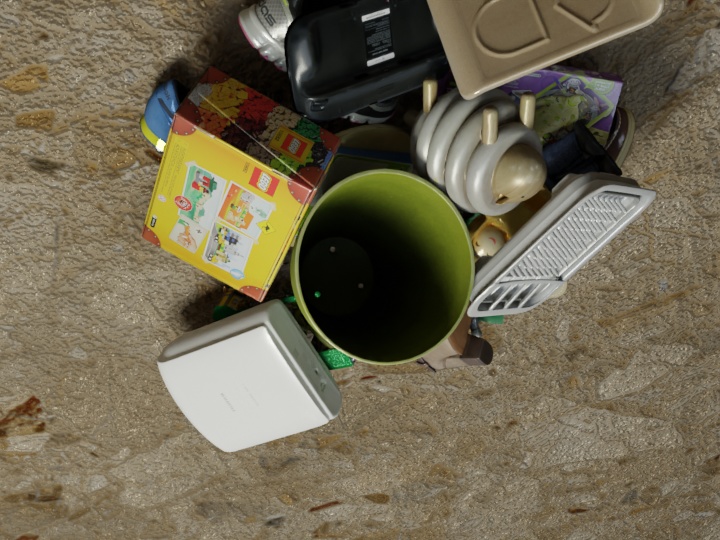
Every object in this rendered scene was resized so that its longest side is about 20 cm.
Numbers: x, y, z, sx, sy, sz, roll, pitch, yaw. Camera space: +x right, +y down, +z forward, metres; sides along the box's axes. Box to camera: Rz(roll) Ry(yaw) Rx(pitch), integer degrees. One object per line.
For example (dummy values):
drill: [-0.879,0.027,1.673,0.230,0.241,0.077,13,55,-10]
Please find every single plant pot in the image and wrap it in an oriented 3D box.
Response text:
plant pot: [0.000,0.000,1.032,0.184,0.191,0.200,1,177,-16]

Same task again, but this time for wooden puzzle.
wooden puzzle: [0.163,-0.272,0.916,0.197,0.188,0.046,-22,159,14]

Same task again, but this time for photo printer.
photo printer: [-0.144,0.135,1.185,0.198,0.070,0.168,-19,115,28]

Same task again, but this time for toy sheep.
toy sheep: [0.113,-0.129,0.984,0.136,0.200,0.140,-20,128,-27]

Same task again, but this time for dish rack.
dish rack: [0.199,-0.031,0.999,0.200,0.044,0.170,-46,155,28]

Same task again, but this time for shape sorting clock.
shape sorting clock: [-0.026,-0.094,1.090,0.197,0.040,0.201,-21,151,-12]

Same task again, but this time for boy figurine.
boy figurine: [0.182,-0.077,1.061,0.199,0.065,0.124,-39,110,17]

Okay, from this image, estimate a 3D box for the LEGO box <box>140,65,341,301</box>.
LEGO box: [-0.125,-0.080,0.974,0.147,0.078,0.201,28,140,-4]

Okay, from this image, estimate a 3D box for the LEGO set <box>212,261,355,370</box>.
LEGO set: [-0.079,0.050,1.226,0.198,0.116,0.155,-21,114,27]

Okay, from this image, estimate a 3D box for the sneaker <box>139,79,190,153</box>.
sneaker: [-0.137,-0.139,1.046,0.198,0.067,0.078,27,132,-27]

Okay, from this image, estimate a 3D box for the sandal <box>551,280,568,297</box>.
sandal: [0.186,-0.022,1.144,0.076,0.070,0.213,-9,128,28]

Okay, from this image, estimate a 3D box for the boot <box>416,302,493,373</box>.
boot: [0.075,0.067,1.206,0.144,0.071,0.201,8,148,34]

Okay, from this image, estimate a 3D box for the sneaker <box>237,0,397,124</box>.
sneaker: [-0.025,-0.225,0.986,0.199,0.074,0.087,31,122,-30]

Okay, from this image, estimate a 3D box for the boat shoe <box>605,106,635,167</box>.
boat shoe: [0.237,-0.117,1.135,0.071,0.073,0.200,19,133,-26]

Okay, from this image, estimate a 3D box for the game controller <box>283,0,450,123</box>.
game controller: [0.013,-0.219,0.954,0.198,0.042,0.106,-25,114,-29]

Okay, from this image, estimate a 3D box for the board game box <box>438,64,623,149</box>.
board game box: [0.175,-0.168,1.062,0.196,0.032,0.122,9,123,-1]

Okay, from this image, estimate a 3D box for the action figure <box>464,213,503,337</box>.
action figure: [0.142,0.000,1.238,0.116,0.055,0.202,-2,129,-7]
